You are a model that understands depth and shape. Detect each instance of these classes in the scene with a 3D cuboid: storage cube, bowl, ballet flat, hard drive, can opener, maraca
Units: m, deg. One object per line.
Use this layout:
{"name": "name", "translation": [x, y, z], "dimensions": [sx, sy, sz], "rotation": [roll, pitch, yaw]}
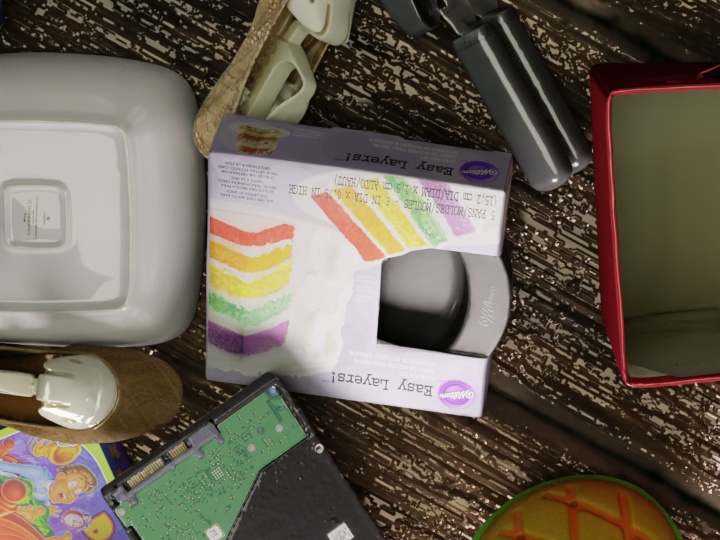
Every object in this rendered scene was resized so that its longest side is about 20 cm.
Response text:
{"name": "storage cube", "translation": [0.232, -0.040, 1.373], "dimensions": [0.170, 0.180, 0.201], "rotation": [-4, 100, 3]}
{"name": "bowl", "translation": [-0.207, -0.042, 1.500], "dimensions": [0.199, 0.075, 0.201], "rotation": [2, 100, 7]}
{"name": "ballet flat", "translation": [-0.220, 0.075, 1.485], "dimensions": [0.199, 0.072, 0.068], "rotation": [7, 84, 15]}
{"name": "hard drive", "translation": [-0.060, 0.187, 1.479], "dimensions": [0.140, 0.038, 0.200], "rotation": [-36, 102, -9]}
{"name": "ballet flat", "translation": [-0.039, -0.147, 1.454], "dimensions": [0.065, 0.070, 0.200], "rotation": [45, 116, 40]}
{"name": "can opener", "translation": [0.074, -0.141, 1.460], "dimensions": [0.067, 0.053, 0.200], "rotation": [-24, 98, 44]}
{"name": "maraca", "translation": [0.121, 0.213, 1.470], "dimensions": [0.200, 0.107, 0.137], "rotation": [-31, 64, -10]}

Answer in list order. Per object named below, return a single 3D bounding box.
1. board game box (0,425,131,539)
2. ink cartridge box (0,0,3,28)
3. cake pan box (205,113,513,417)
{"name": "board game box", "translation": [-0.208, 0.196, 1.560], "dimensions": [0.134, 0.045, 0.200], "rotation": [-22, 97, 11]}
{"name": "ink cartridge box", "translation": [-0.361, -0.135, 1.450], "dimensions": [0.199, 0.200, 0.041], "rotation": [20, 146, 7]}
{"name": "cake pan box", "translation": [0.000, 0.000, 1.457], "dimensions": [0.199, 0.052, 0.185], "rotation": [9, 127, 5]}
